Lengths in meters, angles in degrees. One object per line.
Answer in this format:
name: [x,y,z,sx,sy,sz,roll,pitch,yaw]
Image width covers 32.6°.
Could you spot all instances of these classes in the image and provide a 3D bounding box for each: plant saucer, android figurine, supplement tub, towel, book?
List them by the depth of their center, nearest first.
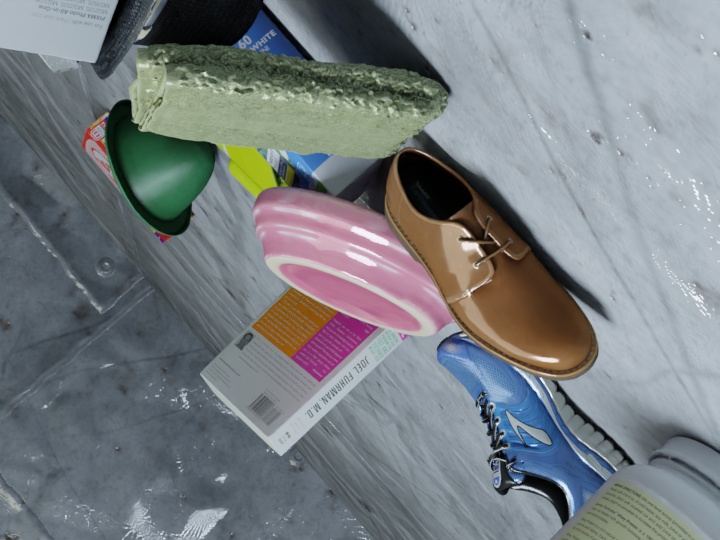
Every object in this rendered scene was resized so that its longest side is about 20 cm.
towel: [-0.052,-0.110,0.807,0.197,0.037,0.148,5,173,-13]
supplement tub: [0.190,0.227,0.839,0.145,0.200,0.145,45,166,14]
plant saucer: [0.000,0.000,0.987,0.198,0.051,0.201,22,167,5]
book: [-0.036,0.062,1.113,0.133,0.200,0.048,32,159,51]
android figurine: [-0.113,-0.133,1.178,0.200,0.041,0.183,43,165,20]

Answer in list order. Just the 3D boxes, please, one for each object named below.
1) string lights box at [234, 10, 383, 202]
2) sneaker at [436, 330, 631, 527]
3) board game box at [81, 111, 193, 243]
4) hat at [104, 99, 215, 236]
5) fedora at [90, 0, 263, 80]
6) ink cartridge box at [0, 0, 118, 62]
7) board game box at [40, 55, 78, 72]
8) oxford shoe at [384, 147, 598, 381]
string lights box: [-0.069,-0.138,0.977,0.200,0.059,0.103,48,168,5]
sneaker: [0.130,0.133,1.013,0.200,0.089,0.079,45,165,17]
board game box: [-0.341,-0.138,1.873,0.201,0.046,0.151,51,166,-7]
hat: [-0.177,-0.144,1.396,0.166,0.174,0.201,54,-157,-30]
fedora: [-0.108,-0.206,0.799,0.090,0.204,0.200,14,-178,-25]
ink cartridge box: [-0.189,-0.248,0.730,0.083,0.202,0.145,0,-143,-45]
board game box: [-0.460,-0.362,1.685,0.201,0.026,0.199,54,166,-20]
oxford shoe: [0.082,-0.006,0.832,0.200,0.071,0.072,45,165,22]
